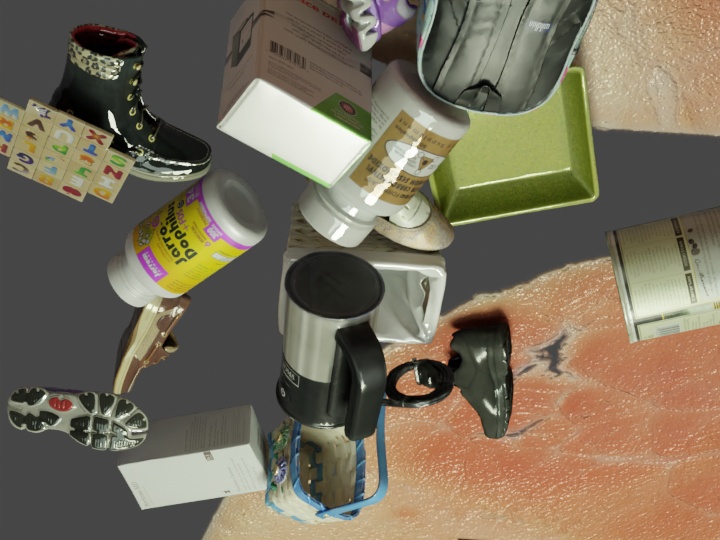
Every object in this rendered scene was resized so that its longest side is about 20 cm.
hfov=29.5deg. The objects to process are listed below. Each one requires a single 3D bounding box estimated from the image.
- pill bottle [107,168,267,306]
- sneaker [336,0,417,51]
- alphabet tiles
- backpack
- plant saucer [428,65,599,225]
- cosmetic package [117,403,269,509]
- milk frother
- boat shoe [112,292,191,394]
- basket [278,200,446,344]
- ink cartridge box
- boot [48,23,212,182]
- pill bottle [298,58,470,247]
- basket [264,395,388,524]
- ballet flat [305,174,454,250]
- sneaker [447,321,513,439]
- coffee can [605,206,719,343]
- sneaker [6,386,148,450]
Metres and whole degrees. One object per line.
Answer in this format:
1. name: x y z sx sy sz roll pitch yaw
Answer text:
1. pill bottle: -0.218 -0.034 1.689 0.200 0.105 0.104 -33 125 25
2. sneaker: 0.011 -0.337 1.449 0.088 0.081 0.201 -20 123 -9
3. alphabet tiles: -0.352 -0.137 1.591 0.166 0.006 0.200 24 155 -13
4. backpack: 0.147 -0.271 1.456 0.177 0.151 0.201 10 125 -8
5. plant saucer: 0.174 -0.156 1.628 0.199 0.048 0.201 -9 131 7
6. cosmetic package: -0.237 0.269 1.974 0.199 0.081 0.113 -13 133 9
7. milk frother: 0.013 0.084 1.634 0.200 0.180 0.189 -30 144 -34
8. boat shoe: -0.279 0.097 1.830 0.072 0.072 0.200 17 125 -17
9. basket: 0.000 0.000 1.712 0.199 0.124 0.136 4 132 -4
10. ink cartridge box: -0.067 -0.207 1.475 0.145 0.201 0.084 27 128 -23
11. boot: -0.255 -0.188 1.565 0.203 0.074 0.154 16 135 -10
12. pill bottle: 0.022 -0.126 1.533 0.114 0.115 0.200 28 118 -24
13. basket: -0.040 0.266 1.914 0.200 0.177 0.139 -27 136 31
14. ballet flat: 0.024 -0.086 1.635 0.199 0.068 0.067 25 155 2
15. sneaker: 0.167 0.151 1.896 0.090 0.076 0.201 0 126 11
16. coffee can: 0.419 0.000 1.707 0.199 0.147 0.147 -12 131 10
17. sneaker: -0.386 0.191 1.898 0.199 0.083 0.081 13 100 7
